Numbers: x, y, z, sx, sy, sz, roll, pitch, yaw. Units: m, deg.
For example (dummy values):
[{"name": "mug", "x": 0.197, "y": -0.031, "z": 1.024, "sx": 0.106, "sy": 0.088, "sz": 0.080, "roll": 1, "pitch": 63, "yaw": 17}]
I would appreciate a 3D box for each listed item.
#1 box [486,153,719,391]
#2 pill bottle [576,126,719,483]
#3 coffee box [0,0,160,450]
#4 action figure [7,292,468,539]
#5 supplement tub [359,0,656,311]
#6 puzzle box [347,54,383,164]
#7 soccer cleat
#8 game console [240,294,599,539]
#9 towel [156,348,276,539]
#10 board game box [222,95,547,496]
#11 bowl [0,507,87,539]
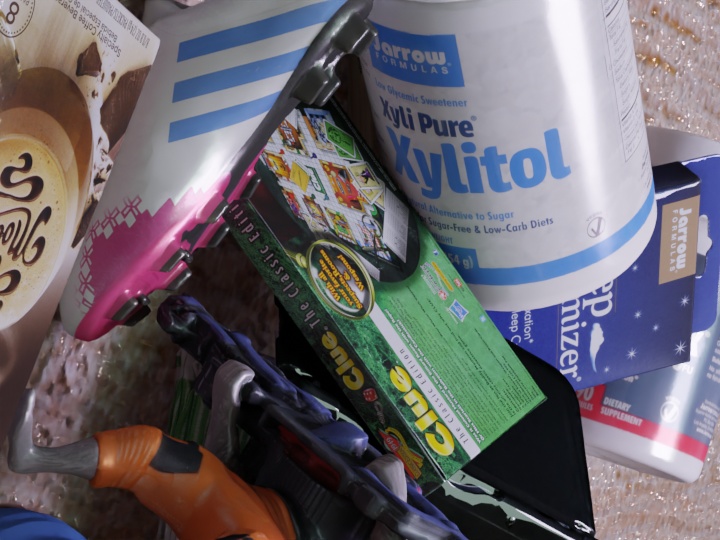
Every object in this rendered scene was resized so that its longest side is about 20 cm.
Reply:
[{"name": "box", "x": 0.128, "y": 0.009, "z": 1.443, "sx": 0.199, "sy": 0.032, "sz": 0.122, "roll": -14, "pitch": 122, "yaw": -22}, {"name": "pill bottle", "x": 0.182, "y": 0.019, "z": 1.571, "sx": 0.119, "sy": 0.119, "sz": 0.202, "roll": 29, "pitch": 78, "yaw": -63}, {"name": "coffee box", "x": -0.161, "y": -0.022, "z": 0.925, "sx": 0.113, "sy": 0.079, "sz": 0.201, "roll": 40, "pitch": 69, "yaw": -62}, {"name": "action figure", "x": -0.060, "y": 0.093, "z": 1.045, "sx": 0.192, "sy": 0.200, "sz": 0.105, "roll": 7, "pitch": 115, "yaw": -41}, {"name": "supplement tub", "x": 0.067, "y": -0.094, "z": 1.208, "sx": 0.132, "sy": 0.131, "sz": 0.201, "roll": -49, "pitch": 138, "yaw": -40}, {"name": "puzzle box", "x": 0.055, "y": -0.124, "z": 1.288, "sx": 0.132, "sy": 0.025, "sz": 0.202, "roll": -18, "pitch": 123, "yaw": -30}, {"name": "soccer cleat", "x": -0.078, "y": -0.064, "z": 1.092, "sx": 0.200, "sy": 0.086, "sz": 0.070, "roll": -51, "pitch": 174, "yaw": 2}, {"name": "game console", "x": 0.012, "y": 0.104, "z": 1.212, "sx": 0.199, "sy": 0.116, "sz": 0.177, "roll": 29, "pitch": 93, "yaw": -28}, {"name": "towel", "x": -0.033, "y": 0.144, "z": 1.192, "sx": 0.152, "sy": 0.023, "sz": 0.202, "roll": 18, "pitch": 68, "yaw": -33}, {"name": "board game box", "x": 0.000, "y": 0.000, "z": 1.165, "sx": 0.023, "sy": 0.201, "sz": 0.105, "roll": -37, "pitch": 176, "yaw": 34}, {"name": "bowl", "x": -0.160, "y": 0.204, "z": 1.097, "sx": 0.200, "sy": 0.039, "sz": 0.202, "roll": -40, "pitch": 137, "yaw": -49}]
